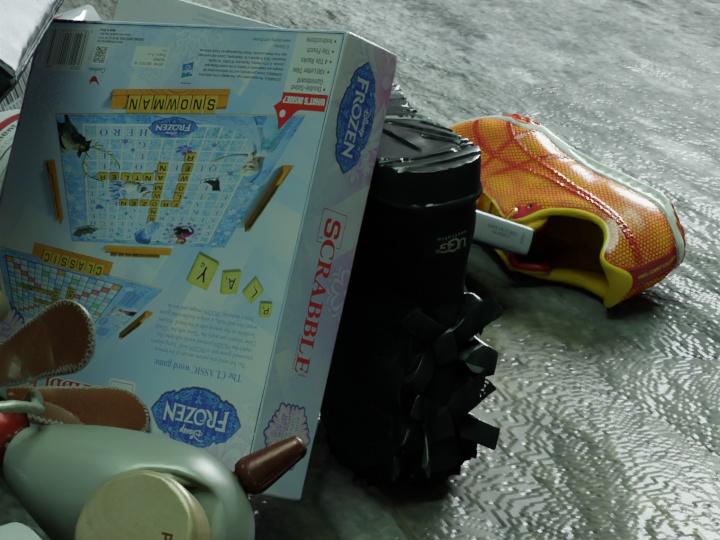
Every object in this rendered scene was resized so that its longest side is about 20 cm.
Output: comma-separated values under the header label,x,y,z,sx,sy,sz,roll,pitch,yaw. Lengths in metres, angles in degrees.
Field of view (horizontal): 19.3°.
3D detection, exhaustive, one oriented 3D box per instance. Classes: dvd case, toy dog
label,x,y,z,sx,sy,sz,roll,pitch,yaw
dvd case,-0.021,-0.049,1.167,0.199,0.018,0.143,17,0,-28
toy dog,-0.100,0.062,0.848,0.096,0.200,0.132,-44,-6,-11

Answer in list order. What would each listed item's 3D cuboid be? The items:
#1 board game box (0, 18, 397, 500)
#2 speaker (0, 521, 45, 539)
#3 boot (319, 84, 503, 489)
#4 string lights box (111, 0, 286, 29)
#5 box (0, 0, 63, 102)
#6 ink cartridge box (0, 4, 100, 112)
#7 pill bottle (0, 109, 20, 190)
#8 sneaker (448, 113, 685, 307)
label,x,y,z,sx,sy,sz,roll,pitch,yaw
board game box,-0.089,-0.011,0.962,0.200,0.200,0.041,9,-7,41
speaker,-0.202,0.155,0.754,0.199,0.082,0.081,-14,28,-32
boot,0.001,0.000,1.012,0.073,0.163,0.198,-11,26,-25
string lights box,-0.084,-0.104,1.244,0.102,0.059,0.200,16,-5,5
box,-0.236,-0.085,0.935,0.123,0.200,0.199,40,19,-15
ink cartridge box,-0.271,-0.100,1.295,0.199,0.050,0.162,-9,19,23
pill bottle,-0.152,-0.021,1.116,0.199,0.113,0.112,16,28,31
sneaker,0.095,-0.038,1.221,0.077,0.073,0.200,-27,32,-30
